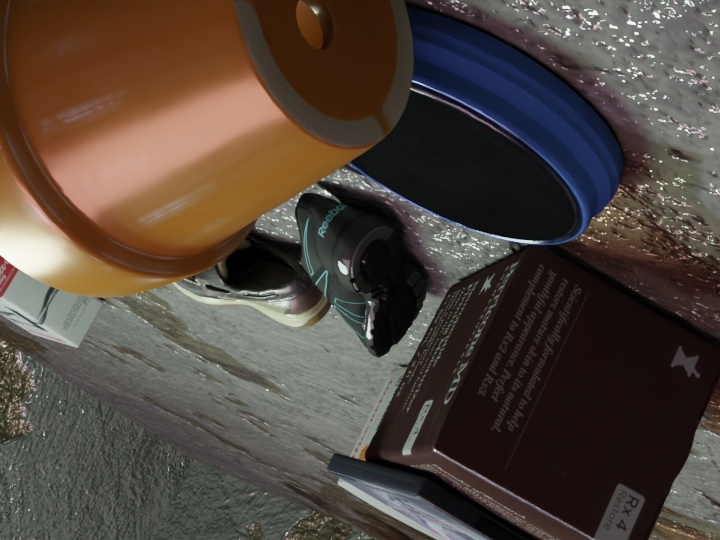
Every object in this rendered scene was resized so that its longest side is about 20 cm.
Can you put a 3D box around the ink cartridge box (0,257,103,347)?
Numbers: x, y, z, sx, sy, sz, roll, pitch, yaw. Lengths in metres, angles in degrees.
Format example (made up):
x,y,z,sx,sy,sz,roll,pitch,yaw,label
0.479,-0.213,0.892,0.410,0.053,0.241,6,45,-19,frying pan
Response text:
x,y,z,sx,sy,sz,roll,pitch,yaw,label
-0.501,0.024,2.029,0.144,0.084,0.200,10,158,48,ink cartridge box

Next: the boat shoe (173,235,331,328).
x,y,z,sx,sy,sz,roll,pitch,yaw,label
-0.112,-0.004,1.290,0.199,0.073,0.065,13,148,35,boat shoe

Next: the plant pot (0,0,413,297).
x,y,z,sx,sy,sz,roll,pitch,yaw,label
-0.082,-0.101,0.682,0.183,0.201,0.200,-14,140,39,plant pot

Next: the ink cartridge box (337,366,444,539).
x,y,z,sx,sy,sz,roll,pitch,yaw,label
0.092,0.189,1.404,0.144,0.148,0.200,31,164,-12,ink cartridge box

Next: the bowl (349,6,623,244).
x,y,z,sx,sy,sz,roll,pitch,yaw,label
0.051,-0.078,0.790,0.200,0.039,0.201,26,165,7,bowl

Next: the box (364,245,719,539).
x,y,z,sx,sy,sz,roll,pitch,yaw,label
0.128,0.103,1.012,0.164,0.166,0.200,30,165,-7,box

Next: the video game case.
x,y,z,sx,sy,sz,roll,pitch,yaw,label
0.084,0.200,1.056,0.200,0.019,0.143,33,166,-25,video game case

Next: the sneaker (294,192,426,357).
x,y,z,sx,sy,sz,roll,pitch,yaw,label
0.000,0.000,1.114,0.079,0.075,0.200,33,161,26,sneaker
